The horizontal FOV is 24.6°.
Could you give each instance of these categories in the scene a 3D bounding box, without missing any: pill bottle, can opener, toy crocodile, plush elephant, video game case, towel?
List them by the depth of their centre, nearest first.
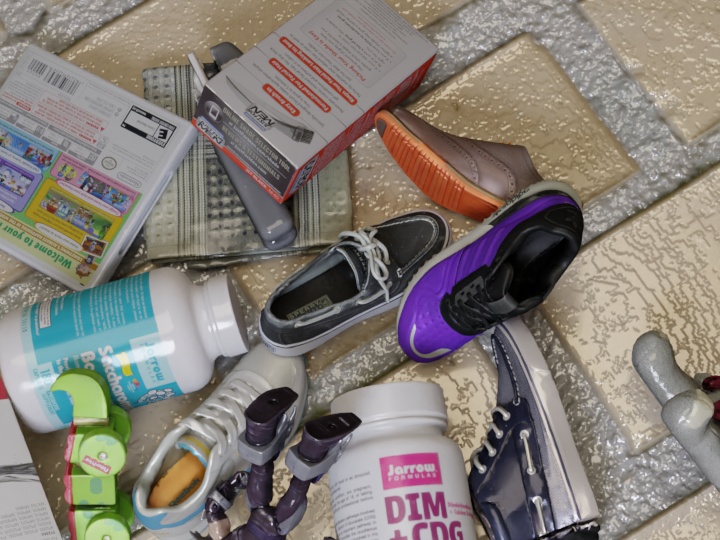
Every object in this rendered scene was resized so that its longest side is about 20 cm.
[{"bbox_3d":[0.335,0.113,1.306,0.155,0.165,0.200,-36,100,9],"label":"plush elephant"},{"bbox_3d":[0.034,0.198,1.336,0.113,0.113,0.200,-10,71,4],"label":"pill bottle"},{"bbox_3d":[-0.220,0.177,1.361,0.062,0.068,0.200,-1,109,-3],"label":"toy crocodile"},{"bbox_3d":[-0.200,0.063,1.412,0.200,0.111,0.111,-16,71,2],"label":"pill bottle"},{"bbox_3d":[-0.097,-0.116,1.459,0.067,0.053,0.200,-27,71,-4],"label":"can opener"},{"bbox_3d":[-0.104,-0.099,1.500,0.192,0.035,0.200,-4,69,3],"label":"towel"},{"bbox_3d":[-0.271,-0.092,1.501,0.200,0.022,0.182,27,81,22],"label":"video game case"}]

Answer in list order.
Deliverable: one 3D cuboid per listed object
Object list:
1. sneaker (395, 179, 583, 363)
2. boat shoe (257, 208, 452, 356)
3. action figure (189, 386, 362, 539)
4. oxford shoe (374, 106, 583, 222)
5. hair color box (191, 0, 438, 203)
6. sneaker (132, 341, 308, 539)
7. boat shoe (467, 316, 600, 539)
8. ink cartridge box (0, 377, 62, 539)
[{"bbox_3d":[0.105,0.013,1.360,0.070,0.100,0.200,39,109,-20],"label":"sneaker"},{"bbox_3d":[-0.002,-0.002,1.412,0.199,0.068,0.074,-27,68,-19],"label":"boat shoe"},{"bbox_3d":[-0.068,0.191,1.306,0.130,0.069,0.200,30,123,18],"label":"action figure"},{"bbox_3d":[0.102,-0.087,1.444,0.200,0.071,0.073,37,74,2],"label":"oxford shoe"},{"bbox_3d":[-0.038,-0.162,1.445,0.111,0.064,0.200,42,56,8],"label":"hair color box"},{"bbox_3d":[-0.114,0.140,1.392,0.076,0.081,0.200,32,77,17],"label":"sneaker"},{"bbox_3d":[0.123,0.139,1.364,0.093,0.075,0.200,-17,70,-5],"label":"boat shoe"},{"bbox_3d":[-0.336,0.191,1.364,0.147,0.083,0.200,-43,64,40],"label":"ink cartridge box"}]
